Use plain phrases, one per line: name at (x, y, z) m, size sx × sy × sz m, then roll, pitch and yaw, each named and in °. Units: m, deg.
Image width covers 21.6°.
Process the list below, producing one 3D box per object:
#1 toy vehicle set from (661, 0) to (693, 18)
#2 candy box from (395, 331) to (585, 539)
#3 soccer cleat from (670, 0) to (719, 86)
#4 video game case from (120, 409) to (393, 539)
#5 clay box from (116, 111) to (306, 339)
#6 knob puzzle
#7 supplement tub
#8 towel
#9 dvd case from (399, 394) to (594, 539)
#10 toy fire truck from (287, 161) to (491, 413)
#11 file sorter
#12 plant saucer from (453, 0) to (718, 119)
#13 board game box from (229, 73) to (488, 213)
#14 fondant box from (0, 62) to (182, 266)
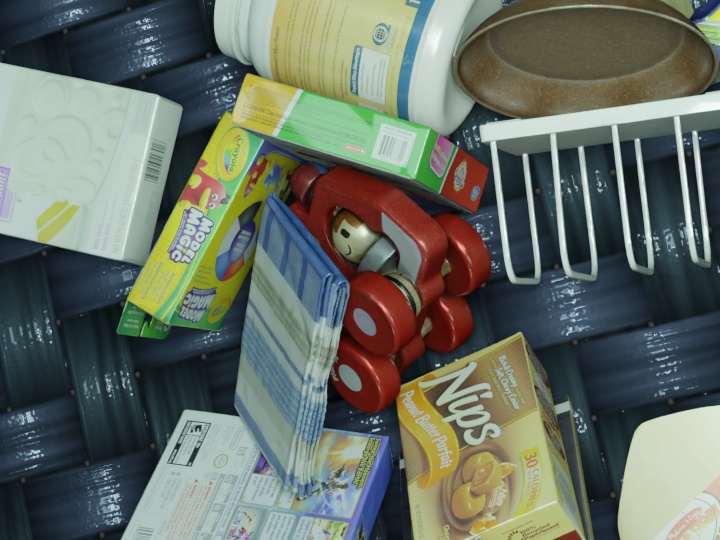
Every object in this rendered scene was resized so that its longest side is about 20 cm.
toy vehicle set at (0.156, -0.260, 1.454) m, size 0.200 × 0.124 × 0.027 m, roll 32°, pitch 80°, yaw 32°
candy box at (0.095, 0.146, 1.437) m, size 0.115 × 0.200 × 0.055 m, roll -25°, pitch 123°, yaw 13°
soccer cleat at (0.326, -0.217, 1.454) m, size 0.200 × 0.065 × 0.084 m, roll -28°, pitch 91°, yaw 15°
video game case at (-0.087, 0.205, 1.492) m, size 0.181 × 0.045 × 0.200 m, roll 6°, pitch 43°, yaw 18°
clay box at (-0.120, -0.025, 1.547) m, size 0.048 × 0.115 × 0.200 m, roll 28°, pitch 94°, yaw 17°
knob puzzle at (0.288, 0.191, 1.452) m, size 0.219 × 0.030 × 0.220 m, roll -1°, pitch 86°, yaw 17°
supplement tub at (-0.001, -0.201, 1.511) m, size 0.200 × 0.145 × 0.145 m, roll 20°, pitch 91°, yaw 17°
towel at (-0.056, 0.059, 1.470) m, size 0.147 × 0.024 × 0.200 m, roll -130°, pitch 43°, yaw -52°
dvd case at (0.102, 0.187, 1.445) m, size 0.149 × 0.200 × 0.016 m, roll -21°, pitch 125°, yaw 14°
toy fire truck at (0.000, 0.000, 1.476) m, size 0.168 × 0.200 × 0.112 m, roll 41°, pitch 58°, yaw 19°
file sorter at (0.208, -0.059, 1.443) m, size 0.200 × 0.139 × 0.125 m, roll -6°, pitch 87°, yaw 16°
plant saucer at (0.170, -0.167, 1.436) m, size 0.200 × 0.200 × 0.037 m, roll -4°, pitch 69°, yaw 16°
board game box at (0.004, -0.096, 1.472) m, size 0.153 × 0.200 × 0.040 m, roll 18°, pitch 90°, yaw 17°
fondant box at (-0.267, -0.095, 1.627) m, size 0.200 × 0.058 × 0.145 m, roll 12°, pitch 89°, yaw 18°
